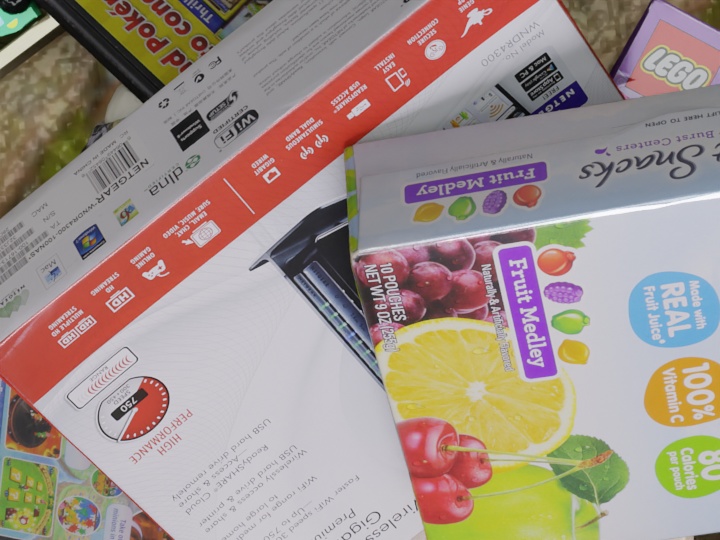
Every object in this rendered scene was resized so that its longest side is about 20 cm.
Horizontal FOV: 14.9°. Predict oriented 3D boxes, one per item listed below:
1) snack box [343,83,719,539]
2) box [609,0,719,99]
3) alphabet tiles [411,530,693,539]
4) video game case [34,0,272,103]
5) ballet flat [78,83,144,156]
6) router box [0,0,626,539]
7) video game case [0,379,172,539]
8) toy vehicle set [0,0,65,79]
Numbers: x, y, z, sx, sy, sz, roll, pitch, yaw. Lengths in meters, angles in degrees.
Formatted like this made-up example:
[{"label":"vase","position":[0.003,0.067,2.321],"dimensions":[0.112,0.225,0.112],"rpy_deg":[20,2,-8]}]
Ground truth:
[{"label":"snack box","position":[0.105,0.014,0.818],"dimensions":[0.199,0.053,0.143],"rpy_deg":[-9,133,7]},{"label":"box","position":[0.157,0.012,0.959],"dimensions":[0.199,0.039,0.137],"rpy_deg":[29,95,2]},{"label":"alphabet tiles","position":[0.057,0.159,0.919],"dimensions":[0.199,0.015,0.197],"rpy_deg":[8,100,39]},{"label":"video game case","position":[-0.029,-0.138,0.927],"dimensions":[0.200,0.026,0.181],"rpy_deg":[43,83,15]},{"label":"ballet flat","position":[-0.031,-0.073,0.952],"dimensions":[0.199,0.072,0.072],"rpy_deg":[-25,91,-2]},{"label":"router box","position":[0.000,0.000,0.867],"dimensions":[0.200,0.049,0.180],"rpy_deg":[-39,133,3]},{"label":"video game case","position":[-0.121,0.059,0.961],"dimensions":[0.199,0.018,0.144],"rpy_deg":[12,118,3]},{"label":"toy vehicle set","position":[-0.173,-0.160,0.978],"dimensions":[0.124,0.027,0.200],"rpy_deg":[-37,90,4]}]
